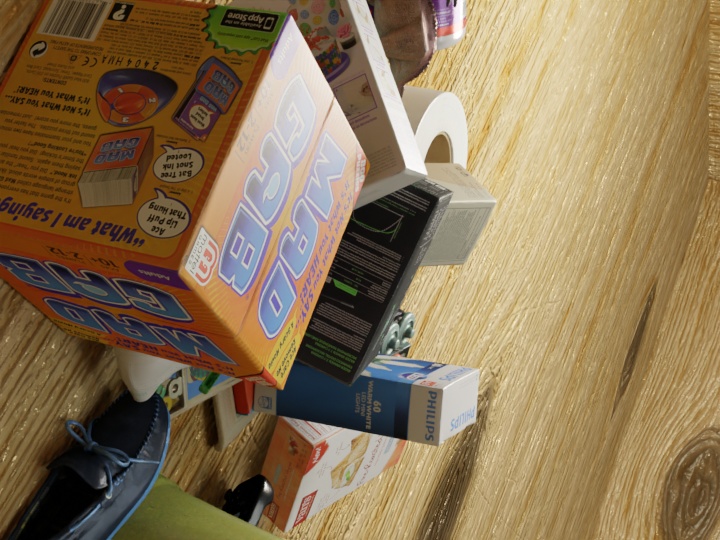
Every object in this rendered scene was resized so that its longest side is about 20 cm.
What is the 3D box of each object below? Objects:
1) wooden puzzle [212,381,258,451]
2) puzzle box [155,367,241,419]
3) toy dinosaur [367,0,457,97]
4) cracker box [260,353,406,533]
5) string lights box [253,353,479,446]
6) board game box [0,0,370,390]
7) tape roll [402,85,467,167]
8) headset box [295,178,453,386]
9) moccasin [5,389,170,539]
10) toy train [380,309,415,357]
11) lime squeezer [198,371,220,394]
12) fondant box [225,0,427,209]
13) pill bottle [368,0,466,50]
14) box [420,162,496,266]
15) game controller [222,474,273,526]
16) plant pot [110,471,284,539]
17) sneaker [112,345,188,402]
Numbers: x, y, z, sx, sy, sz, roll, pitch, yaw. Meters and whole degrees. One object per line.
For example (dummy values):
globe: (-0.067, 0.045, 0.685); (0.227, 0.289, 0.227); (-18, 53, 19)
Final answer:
wooden puzzle: (-0.098, 0.059, 1.311); (0.185, 0.037, 0.201); (-45, 140, -53)
puzzle box: (-0.136, 0.047, 1.182); (0.200, 0.025, 0.134); (-27, 122, -50)
toy dinosaur: (0.050, -0.261, 1.316); (0.086, 0.135, 0.201); (-53, 141, -58)
cracker box: (-0.019, 0.188, 1.425); (0.200, 0.058, 0.134); (-23, 142, -44)
string lights box: (0.006, 0.119, 1.281); (0.103, 0.199, 0.059); (-15, 111, -64)
board game box: (-0.140, -0.060, 0.946); (0.200, 0.199, 0.200); (58, 48, -58)
tape roll: (0.061, -0.119, 1.554); (0.202, 0.071, 0.203); (11, 90, -67)
headset box: (0.000, 0.000, 1.206); (0.201, 0.093, 0.174); (-65, 175, 9)
moccasin: (-0.216, 0.173, 1.039); (0.200, 0.080, 0.068); (-65, 149, -31)
toy train: (-0.002, 0.102, 1.509); (0.200, 0.085, 0.114); (-24, 132, -62)
lime squeezer: (-0.090, 0.037, 1.168); (0.038, 0.071, 0.200); (39, 67, -16)
fondant box: (-0.045, -0.145, 1.096); (0.058, 0.144, 0.201); (2, 67, -67)
pill bottle: (0.059, -0.343, 1.389); (0.112, 0.112, 0.201); (-45, 140, -53)
box: (0.039, -0.059, 1.391); (0.200, 0.078, 0.095); (-1, 129, -41)
game controller: (-0.143, 0.294, 1.268); (0.200, 0.042, 0.104); (-66, -174, -28)
plant pot: (-0.148, 0.279, 1.114); (0.200, 0.184, 0.201); (-42, 138, -53)
sneaker: (-0.135, 0.035, 1.108); (0.200, 0.075, 0.089); (-39, 143, -36)
